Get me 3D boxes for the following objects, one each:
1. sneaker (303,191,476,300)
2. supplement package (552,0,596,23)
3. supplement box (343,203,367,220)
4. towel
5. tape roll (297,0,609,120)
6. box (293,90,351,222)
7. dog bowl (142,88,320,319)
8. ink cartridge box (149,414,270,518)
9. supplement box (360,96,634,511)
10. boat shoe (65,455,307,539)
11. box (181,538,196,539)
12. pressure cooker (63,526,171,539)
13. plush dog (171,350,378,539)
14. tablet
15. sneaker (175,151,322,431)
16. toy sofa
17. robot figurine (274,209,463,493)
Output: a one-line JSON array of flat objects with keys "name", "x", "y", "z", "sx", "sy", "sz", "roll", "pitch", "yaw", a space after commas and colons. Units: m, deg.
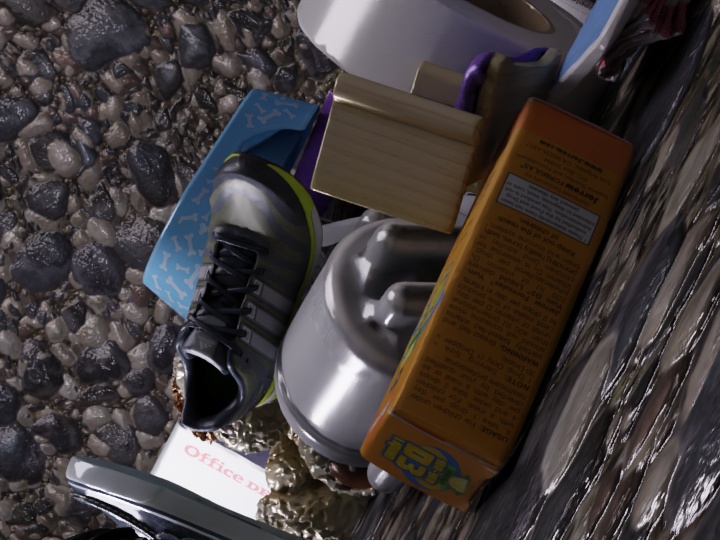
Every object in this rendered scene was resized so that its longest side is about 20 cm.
[{"name": "sneaker", "x": 0.000, "y": 0.000, "z": 1.492, "sx": 0.115, "sy": 0.199, "sz": 0.076, "roll": -42, "pitch": -60, "yaw": -62}, {"name": "supplement package", "x": 0.159, "y": -0.302, "z": 1.589, "sx": 0.152, "sy": 0.150, "sz": 0.200, "roll": -66, "pitch": 4, "yaw": -38}, {"name": "supplement box", "x": 0.070, "y": -0.080, "z": 1.587, "sx": 0.201, "sy": 0.108, "sz": 0.061, "roll": -64, "pitch": 1, "yaw": 1}, {"name": "towel", "x": 0.197, "y": -0.206, "z": 1.299, "sx": 0.201, "sy": 0.030, "sz": 0.146, "roll": -61, "pitch": 3, "yaw": -8}, {"name": "tape roll", "x": 0.061, "y": -0.149, "z": 1.450, "sx": 0.071, "sy": 0.202, "sz": 0.203, "roll": -61, "pitch": 3, "yaw": 19}, {"name": "box", "x": -0.009, "y": -0.037, "z": 1.677, "sx": 0.137, "sy": 0.039, "sz": 0.201, "roll": -6, "pitch": -55, "yaw": -55}, {"name": "dog bowl", "x": -0.089, "y": -0.048, "z": 1.552, "sx": 0.200, "sy": 0.049, "sz": 0.112, "roll": -61, "pitch": -1, "yaw": -46}, {"name": "ink cartridge box", "x": -0.109, "y": 0.199, "z": 1.910, "sx": 0.200, "sy": 0.145, "sz": 0.083, "roll": -60, "pitch": 2, "yaw": 39}, {"name": "supplement box", "x": 0.070, "y": 0.015, "z": 1.139, "sx": 0.067, "sy": 0.069, "sz": 0.201, "roll": 119, "pitch": 175, "yaw": -61}, {"name": "boat shoe", "x": -0.119, "y": 0.199, "z": 1.542, "sx": 0.071, "sy": 0.199, "sz": 0.091, "roll": 161, "pitch": 132, "yaw": -87}, {"name": "box", "x": -0.106, "y": 0.271, "z": 1.450, "sx": 0.048, "sy": 0.117, "sz": 0.201, "roll": 110, "pitch": -175, "yaw": -60}, {"name": "pressure cooker", "x": -0.115, "y": 0.249, "z": 1.242, "sx": 0.200, "sy": 0.175, "sz": 0.179, "roll": 115, "pitch": 176, "yaw": -47}, {"name": "plush dog", "x": -0.050, "y": 0.084, "z": 1.589, "sx": 0.161, "sy": 0.171, "sz": 0.200, "roll": -64, "pitch": 2, "yaw": -31}, {"name": "tablet", "x": 0.166, "y": -0.191, "z": 1.266, "sx": 0.201, "sy": 0.014, "sz": 0.130, "roll": -62, "pitch": 3, "yaw": -13}, {"name": "sneaker", "x": -0.074, "y": 0.019, "z": 1.407, "sx": 0.081, "sy": 0.074, "sz": 0.201, "roll": -49, "pitch": -29, "yaw": -49}, {"name": "toy sofa", "x": 0.045, "y": -0.086, "z": 1.255, "sx": 0.200, "sy": 0.082, "sz": 0.098, "roll": -26, "pitch": -47, "yaw": -74}, {"name": "robot figurine", "x": 0.014, "y": 0.046, "z": 1.376, "sx": 0.200, "sy": 0.112, "sz": 0.170, "roll": 120, "pitch": 150, "yaw": -53}]
